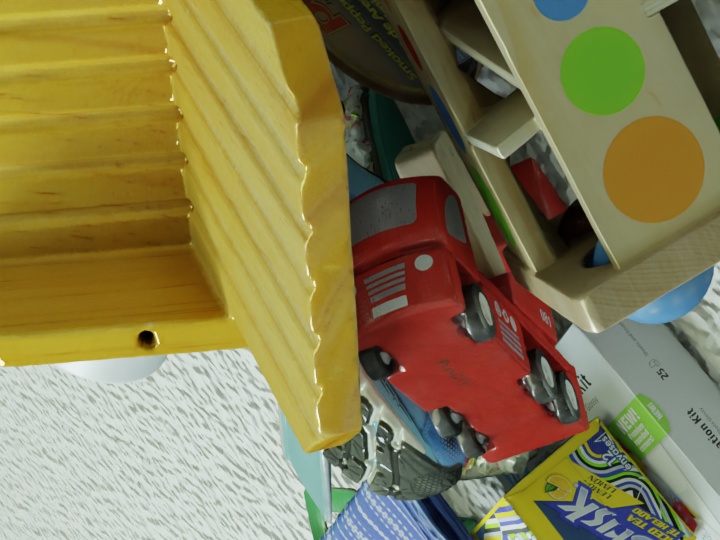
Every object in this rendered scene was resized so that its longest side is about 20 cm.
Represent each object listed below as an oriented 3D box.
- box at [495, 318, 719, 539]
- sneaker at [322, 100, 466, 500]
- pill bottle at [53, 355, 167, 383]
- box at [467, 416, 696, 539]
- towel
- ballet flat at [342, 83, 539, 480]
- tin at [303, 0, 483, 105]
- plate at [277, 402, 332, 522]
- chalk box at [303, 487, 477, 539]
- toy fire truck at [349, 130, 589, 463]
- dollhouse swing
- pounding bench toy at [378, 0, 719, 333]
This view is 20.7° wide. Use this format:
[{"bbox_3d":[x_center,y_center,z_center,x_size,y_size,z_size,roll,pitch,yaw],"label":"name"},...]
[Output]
[{"bbox_3d":[0.148,0.122,0.904,0.200,0.041,0.156,52,153,12],"label":"box"},{"bbox_3d":[0.000,0.000,0.832,0.201,0.089,0.079,63,160,22],"label":"sneaker"},{"bbox_3d":[-0.101,-0.045,0.962,0.112,0.112,0.201,43,127,24],"label":"pill bottle"},{"bbox_3d":[0.081,0.146,0.928,0.070,0.064,0.200,51,155,12],"label":"box"},{"bbox_3d":[0.032,0.173,0.947,0.145,0.024,0.200,53,156,11],"label":"towel"},{"bbox_3d":[0.020,0.009,0.910,0.076,0.064,0.201,26,-142,-64],"label":"ballet flat"},{"bbox_3d":[-0.018,-0.155,0.838,0.200,0.042,0.112,46,147,-12],"label":"tin"},{"bbox_3d":[-0.029,0.024,0.978,0.200,0.025,0.202,177,90,-89],"label":"plate"},{"bbox_3d":[0.016,0.218,1.131,0.125,0.124,0.201,-6,114,60],"label":"chalk box"},{"bbox_3d":[0.042,-0.003,0.779,0.200,0.048,0.142,42,-149,-55],"label":"toy fire truck"},{"bbox_3d":[-0.098,-0.036,0.702,0.176,0.180,0.201,-99,5,-55],"label":"dollhouse swing"},{"bbox_3d":[0.085,-0.075,0.704,0.157,0.124,0.200,61,177,-10],"label":"pounding bench toy"}]
